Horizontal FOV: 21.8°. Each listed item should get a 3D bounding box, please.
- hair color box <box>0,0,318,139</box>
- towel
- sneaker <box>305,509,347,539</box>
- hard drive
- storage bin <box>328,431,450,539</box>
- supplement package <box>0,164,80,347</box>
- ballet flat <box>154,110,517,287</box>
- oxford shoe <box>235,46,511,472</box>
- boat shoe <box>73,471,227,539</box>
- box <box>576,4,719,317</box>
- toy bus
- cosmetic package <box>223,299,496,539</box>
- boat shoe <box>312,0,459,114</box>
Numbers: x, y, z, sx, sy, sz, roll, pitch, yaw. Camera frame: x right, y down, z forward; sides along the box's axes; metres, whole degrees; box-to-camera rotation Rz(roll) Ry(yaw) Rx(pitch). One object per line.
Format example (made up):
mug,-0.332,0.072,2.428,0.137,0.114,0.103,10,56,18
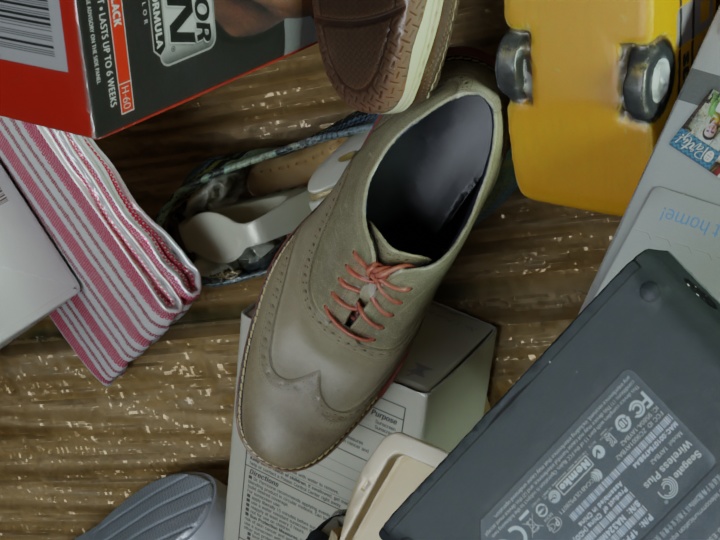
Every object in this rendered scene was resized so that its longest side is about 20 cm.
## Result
hair color box,-0.060,-0.132,0.732,0.061,0.200,0.102,15,121,34
towel,-0.142,-0.023,0.920,0.146,0.030,0.200,56,157,2
sneaker,-0.044,0.168,0.852,0.202,0.077,0.146,8,129,20
hard drive,0.116,0.112,0.599,0.140,0.033,0.200,-48,69,17
storage bin,0.113,0.129,0.732,0.198,0.200,0.094,21,98,26
supplement package,-0.271,0.007,0.954,0.152,0.151,0.200,57,149,-2
ballet flat,-0.017,-0.029,0.844,0.200,0.074,0.074,-16,103,39
oxford shoe,0.000,0.000,0.770,0.070,0.075,0.200,25,103,-2
boat shoe,-0.119,0.167,1.028,0.062,0.072,0.200,39,138,-19
box,0.168,0.001,0.661,0.156,0.041,0.200,20,79,29
toy bus,0.096,-0.120,0.710,0.065,0.078,0.200,12,119,31
cosmetic package,-0.006,0.107,0.901,0.103,0.073,0.200,23,124,23
boat shoe,0.033,-0.161,0.720,0.075,0.075,0.203,24,113,50
